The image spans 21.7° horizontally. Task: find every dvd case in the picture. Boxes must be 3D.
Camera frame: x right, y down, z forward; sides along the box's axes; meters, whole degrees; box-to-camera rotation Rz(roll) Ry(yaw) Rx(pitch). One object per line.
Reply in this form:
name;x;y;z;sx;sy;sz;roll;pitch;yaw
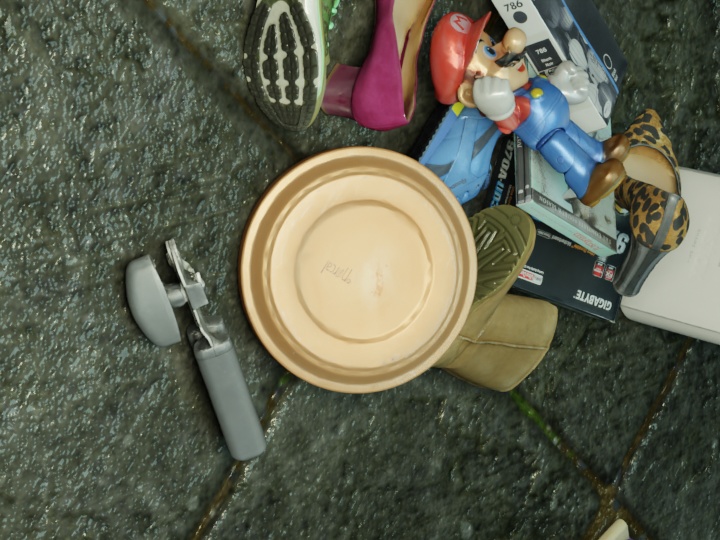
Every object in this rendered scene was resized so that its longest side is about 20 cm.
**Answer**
dvd case;0.183;-0.127;1.685;0.146;0.022;0.202;27;57;-47

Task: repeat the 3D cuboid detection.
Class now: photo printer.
photo printer;0.369;-0.008;1.863;0.069;0.199;0.168;24;85;-47

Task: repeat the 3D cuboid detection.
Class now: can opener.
can opener;-0.132;0.067;1.481;0.066;0.053;0.201;-20;121;-5

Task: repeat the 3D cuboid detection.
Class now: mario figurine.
mario figurine;0.146;-0.149;1.559;0.199;0.123;0.106;38;84;-10

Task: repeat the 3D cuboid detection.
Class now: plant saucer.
plant saucer;0.000;0.000;1.524;0.198;0.032;0.203;-1;94;-12

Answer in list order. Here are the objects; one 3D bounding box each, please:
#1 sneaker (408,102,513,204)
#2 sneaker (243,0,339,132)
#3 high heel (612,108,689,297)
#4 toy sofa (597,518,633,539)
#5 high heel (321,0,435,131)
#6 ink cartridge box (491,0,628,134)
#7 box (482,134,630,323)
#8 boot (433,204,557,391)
sneaker;0.069;-0.072;1.610;0.078;0.066;0.201;39;69;-12
sneaker;-0.037;-0.209;1.476;0.088;0.076;0.202;-19;117;-51
high heel;0.272;-0.091;1.700;0.143;0.071;0.202;109;-8;-60
toy sofa;0.318;0.323;1.908;0.083;0.199;0.098;-38;132;-31
high heel;0.048;-0.202;1.543;0.067;0.096;0.201;36;75;-45
ink cartridge box;0.168;-0.225;1.652;0.200;0.039;0.100;53;40;-27
box;0.193;-0.049;1.778;0.199;0.046;0.160;19;87;-47
boot;0.124;0.027;1.658;0.175;0.066;0.199;-48;153;16
